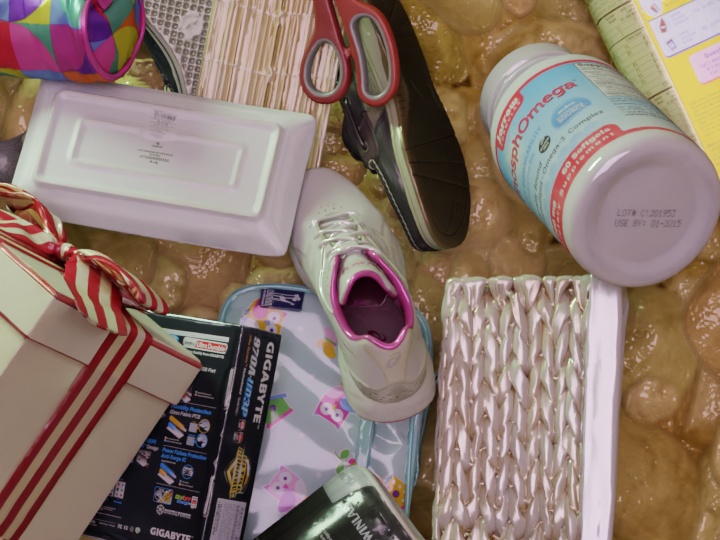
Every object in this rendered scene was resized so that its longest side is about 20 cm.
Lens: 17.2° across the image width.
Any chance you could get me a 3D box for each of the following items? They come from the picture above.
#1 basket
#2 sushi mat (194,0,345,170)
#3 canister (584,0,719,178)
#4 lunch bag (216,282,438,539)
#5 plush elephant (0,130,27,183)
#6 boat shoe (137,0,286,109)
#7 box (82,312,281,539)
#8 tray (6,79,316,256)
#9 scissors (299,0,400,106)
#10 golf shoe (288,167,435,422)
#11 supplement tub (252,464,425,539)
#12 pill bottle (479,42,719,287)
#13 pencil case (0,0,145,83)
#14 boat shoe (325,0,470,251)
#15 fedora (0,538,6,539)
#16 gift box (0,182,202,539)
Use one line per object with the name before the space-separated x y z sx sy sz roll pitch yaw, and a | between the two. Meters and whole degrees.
basket | 0.116 0.101 1.609 0.123 0.136 0.201 3 84 7
sushi mat | -0.063 -0.139 1.647 0.095 0.012 0.201 11 93 -5
canister | 0.245 -0.158 1.649 0.148 0.087 0.201 -24 85 0
lunch bag | -0.028 0.104 1.642 0.159 0.077 0.201 7 85 4
plush elephant | -0.318 -0.051 1.632 0.199 0.155 0.166 19 86 4
boat shoe | -0.108 -0.148 1.681 0.074 0.062 0.201 -32 95 -3
box | -0.158 0.105 1.618 0.199 0.046 0.160 7 84 35
tray | -0.137 -0.076 1.616 0.199 0.022 0.108 10 69 9
scissors | -0.020 -0.209 1.624 0.073 0.014 0.201 -9 92 21
golf shoe | 0.000 0.000 1.575 0.075 0.092 0.201 -19 58 -8
supplement tub | -0.042 0.229 1.538 0.200 0.123 0.123 -37 84 0
pill bottle | 0.152 -0.078 1.586 0.108 0.200 0.109 -9 119 -16
pencil case | -0.250 -0.176 1.647 0.199 0.088 0.089 6 85 23
boat shoe | 0.019 -0.102 1.667 0.066 0.072 0.202 -25 77 34
fedora | -0.298 0.239 1.641 0.199 0.082 0.202 0 86 4
gift box | -0.233 0.054 1.528 0.184 0.200 0.187 36 92 31
